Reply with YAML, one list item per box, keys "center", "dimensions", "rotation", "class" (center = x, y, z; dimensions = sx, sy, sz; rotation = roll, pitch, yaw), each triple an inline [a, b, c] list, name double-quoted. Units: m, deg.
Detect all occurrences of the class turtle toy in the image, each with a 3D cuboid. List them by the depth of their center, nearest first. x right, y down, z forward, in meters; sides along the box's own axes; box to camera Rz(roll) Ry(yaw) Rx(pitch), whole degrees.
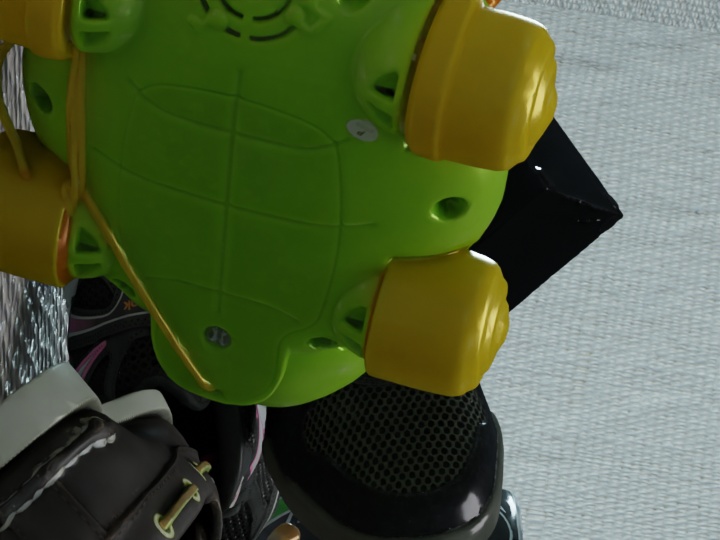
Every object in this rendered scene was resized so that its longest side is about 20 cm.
- center: [-0.022, -0.033, 0.694]
  dimensions: [0.101, 0.146, 0.200]
  rotation: [-66, 169, -45]
  class: "turtle toy"

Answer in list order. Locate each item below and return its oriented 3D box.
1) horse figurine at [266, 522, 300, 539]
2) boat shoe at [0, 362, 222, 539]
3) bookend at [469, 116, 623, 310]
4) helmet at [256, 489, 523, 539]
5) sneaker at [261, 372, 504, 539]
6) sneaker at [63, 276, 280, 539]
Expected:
- center: [-0.088, 0.163, 0.938]
  dimensions: [0.133, 0.050, 0.200]
  rotation: [-38, 159, -41]
  class: "horse figurine"
- center: [-0.072, 0.073, 0.748]
  dimensions: [0.072, 0.061, 0.201]
  rotation: [-42, 172, -1]
  class: "boat shoe"
- center: [-0.018, -0.045, 1.278]
  dimensions: [0.200, 0.199, 0.092]
  rotation: [-41, 156, 17]
  class: "bookend"
- center: [-0.025, 0.171, 1.364]
  dimensions: [0.200, 0.190, 0.200]
  rotation: [-170, -90, -84]
  class: "helmet"
- center: [0.000, 0.000, 0.861]
  dimensions: [0.200, 0.076, 0.114]
  rotation: [-98, -179, -49]
  class: "sneaker"
- center: [-0.068, 0.057, 0.914]
  dimensions: [0.200, 0.080, 0.086]
  rotation: [75, 6, -57]
  class: "sneaker"
